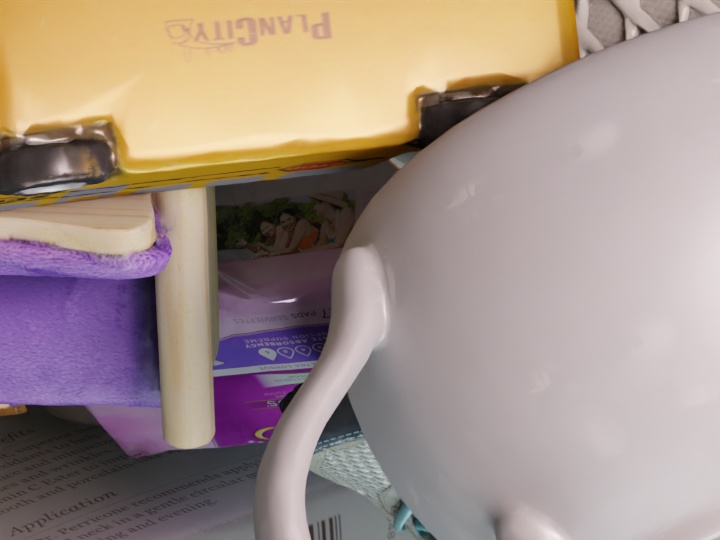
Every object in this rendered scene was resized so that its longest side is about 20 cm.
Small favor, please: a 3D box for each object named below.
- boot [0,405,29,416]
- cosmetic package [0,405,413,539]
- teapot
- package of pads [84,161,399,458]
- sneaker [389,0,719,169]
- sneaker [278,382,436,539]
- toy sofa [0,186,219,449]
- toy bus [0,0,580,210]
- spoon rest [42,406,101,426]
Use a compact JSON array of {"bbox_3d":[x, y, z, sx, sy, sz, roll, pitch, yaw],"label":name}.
[{"bbox_3d":[-0.185,0.044,0.898,0.154,0.201,0.077,0,-173,-8],"label":"boot"},{"bbox_3d":[-0.103,0.140,1.026,0.164,0.166,0.199,-15,-158,-39],"label":"cosmetic package"},{"bbox_3d":[0.091,0.035,0.694,0.199,0.147,0.197,-24,159,14],"label":"teapot"},{"bbox_3d":[0.000,0.000,0.870,0.199,0.076,0.121,-8,151,16],"label":"package of pads"},{"bbox_3d":[0.096,-0.075,0.757,0.199,0.076,0.092,-13,166,-7],"label":"sneaker"},{"bbox_3d":[0.061,0.077,0.843,0.199,0.087,0.077,19,149,-36],"label":"sneaker"},{"bbox_3d":[-0.139,0.004,0.770,0.199,0.083,0.098,2,-155,4],"label":"toy sofa"},{"bbox_3d":[-0.048,-0.053,0.696,0.199,0.066,0.078,-7,177,-15],"label":"toy bus"},{"bbox_3d":[-0.117,0.008,1.063,0.199,0.100,0.061,16,148,37],"label":"spoon rest"}]
